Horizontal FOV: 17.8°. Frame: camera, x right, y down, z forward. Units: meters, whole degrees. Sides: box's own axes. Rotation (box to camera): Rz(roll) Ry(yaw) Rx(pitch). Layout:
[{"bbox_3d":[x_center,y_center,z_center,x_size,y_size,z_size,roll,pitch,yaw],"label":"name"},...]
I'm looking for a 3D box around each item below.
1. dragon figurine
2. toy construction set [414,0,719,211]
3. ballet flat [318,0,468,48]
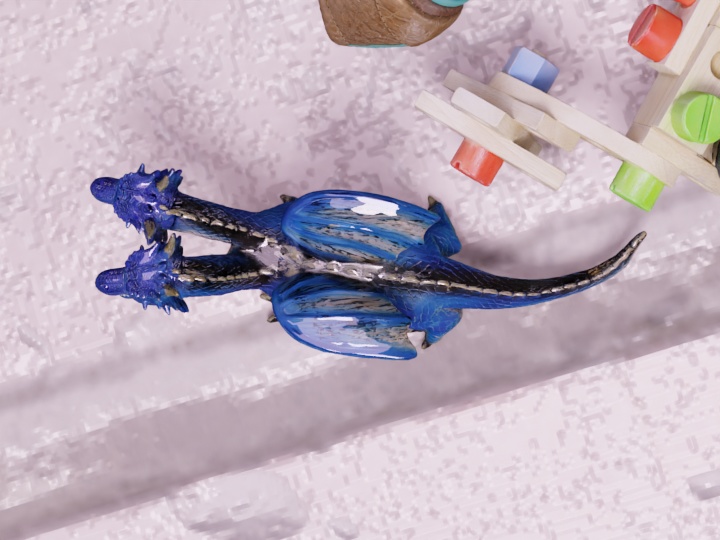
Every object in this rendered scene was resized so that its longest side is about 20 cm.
[{"bbox_3d":[0.000,0.000,0.844,0.199,0.099,0.059,9,94,11],"label":"dragon figurine"},{"bbox_3d":[0.111,-0.101,0.823,0.131,0.092,0.201,30,106,-16],"label":"toy construction set"},{"bbox_3d":[-0.012,-0.174,0.859,0.072,0.068,0.201,-22,78,38],"label":"ballet flat"}]
